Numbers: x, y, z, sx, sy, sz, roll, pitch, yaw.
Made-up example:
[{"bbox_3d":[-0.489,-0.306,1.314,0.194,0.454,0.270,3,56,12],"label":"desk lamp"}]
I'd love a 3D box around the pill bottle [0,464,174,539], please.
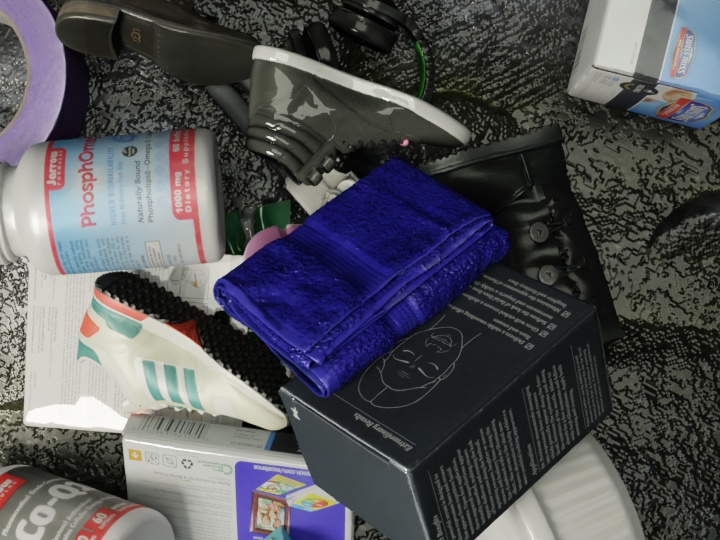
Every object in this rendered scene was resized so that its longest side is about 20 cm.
[{"bbox_3d":[-0.261,0.227,1.011,0.197,0.114,0.116,12,88,26],"label":"pill bottle"}]

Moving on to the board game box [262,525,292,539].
[{"bbox_3d":[-0.067,0.336,1.024,0.150,0.047,0.201,-35,111,3],"label":"board game box"}]

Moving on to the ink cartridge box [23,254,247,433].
[{"bbox_3d":[-0.191,0.059,1.066,0.196,0.050,0.164,3,92,4],"label":"ink cartridge box"}]

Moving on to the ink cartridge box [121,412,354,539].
[{"bbox_3d":[-0.101,0.223,1.045,0.194,0.044,0.203,6,120,7],"label":"ink cartridge box"}]

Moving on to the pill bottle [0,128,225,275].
[{"bbox_3d":[-0.211,-0.054,0.998,0.196,0.109,0.111,-5,88,-3],"label":"pill bottle"}]

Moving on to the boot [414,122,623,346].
[{"bbox_3d":[0.126,-0.009,1.075,0.162,0.066,0.203,-16,92,2],"label":"boot"}]

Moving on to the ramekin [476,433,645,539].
[{"bbox_3d":[0.157,0.211,1.002,0.093,0.202,0.205,-20,87,-12],"label":"ramekin"}]

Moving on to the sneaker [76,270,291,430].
[{"bbox_3d":[-0.147,0.087,1.014,0.198,0.070,0.094,31,112,3],"label":"sneaker"}]

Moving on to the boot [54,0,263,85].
[{"bbox_3d":[-0.168,-0.262,1.066,0.197,0.069,0.177,12,61,-14],"label":"boot"}]

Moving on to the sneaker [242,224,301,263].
[{"bbox_3d":[0.000,0.000,1.029,0.196,0.089,0.081,-10,55,-9],"label":"sneaker"}]

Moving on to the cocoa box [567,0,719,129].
[{"bbox_3d":[0.270,-0.240,1.043,0.129,0.133,0.204,14,88,1],"label":"cocoa box"}]

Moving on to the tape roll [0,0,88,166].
[{"bbox_3d":[-0.344,-0.164,1.072,0.196,0.085,0.204,0,88,0],"label":"tape roll"}]

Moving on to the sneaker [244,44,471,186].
[{"bbox_3d":[-0.008,-0.110,1.028,0.197,0.071,0.101,17,92,-14],"label":"sneaker"}]

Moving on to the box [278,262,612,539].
[{"bbox_3d":[0.067,0.096,0.919,0.199,0.148,0.108,-36,129,-25],"label":"box"}]

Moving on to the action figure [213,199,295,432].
[{"bbox_3d":[-0.097,0.048,1.078,0.116,0.055,0.204,-12,91,-2],"label":"action figure"}]

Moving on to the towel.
[{"bbox_3d":[0.000,-0.007,0.933,0.199,0.050,0.147,-36,51,-23],"label":"towel"}]

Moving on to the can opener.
[{"bbox_3d":[-0.059,-0.102,1.083,0.053,0.067,0.200,-41,79,-3],"label":"can opener"}]

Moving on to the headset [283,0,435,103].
[{"bbox_3d":[-0.020,-0.205,1.088,0.123,0.094,0.201,-38,103,-1],"label":"headset"}]
